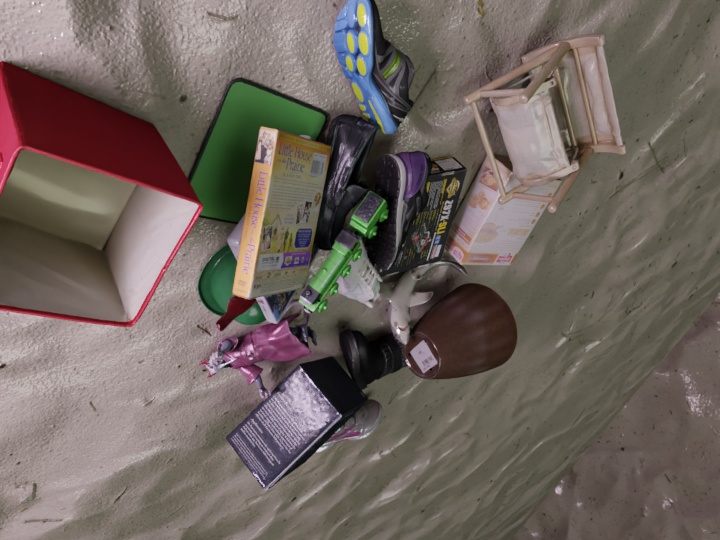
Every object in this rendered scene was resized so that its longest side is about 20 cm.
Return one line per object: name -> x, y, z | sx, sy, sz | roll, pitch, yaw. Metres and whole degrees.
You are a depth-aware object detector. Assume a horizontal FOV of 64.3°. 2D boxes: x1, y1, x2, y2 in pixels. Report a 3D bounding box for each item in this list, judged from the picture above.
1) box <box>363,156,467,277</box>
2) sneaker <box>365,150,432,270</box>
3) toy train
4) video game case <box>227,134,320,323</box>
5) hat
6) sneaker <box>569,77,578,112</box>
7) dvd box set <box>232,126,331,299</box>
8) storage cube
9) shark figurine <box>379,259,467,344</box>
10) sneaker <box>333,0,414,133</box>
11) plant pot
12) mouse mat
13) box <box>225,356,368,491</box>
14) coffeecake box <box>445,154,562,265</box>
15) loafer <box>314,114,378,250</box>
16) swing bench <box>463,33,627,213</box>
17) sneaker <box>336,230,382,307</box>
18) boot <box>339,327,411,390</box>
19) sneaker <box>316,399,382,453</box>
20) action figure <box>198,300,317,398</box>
box -> 0.089, -0.089, 0.996 | 0.159, 0.049, 0.201 | -16, 135, -29
sneaker -> 0.069, -0.088, 0.890 | 0.087, 0.076, 0.201 | -17, 135, -30
toy train -> -0.024, -0.026, 0.822 | 0.201, 0.042, 0.056 | -56, 165, -6
video game case -> -0.102, -0.055, 0.805 | 0.183, 0.023, 0.201 | 76, 34, -51
hat -> -0.143, 0.060, 0.849 | 0.198, 0.176, 0.167 | -13, 133, -28
sneaker -> 0.378, -0.295, 1.028 | 0.100, 0.075, 0.200 | -53, 143, -13
dvd box set -> -0.097, -0.070, 0.730 | 0.146, 0.029, 0.202 | -13, 116, -68
storage cube -> -0.301, -0.072, 0.595 | 0.199, 0.180, 0.172 | 16, 117, -47
shark figurine -> 0.104, 0.033, 1.126 | 0.214, 0.128, 0.090 | -45, 171, -21
sneaker -> 0.024, -0.275, 0.759 | 0.083, 0.071, 0.200 | -46, 144, -13
plant pot -> 0.184, 0.140, 1.153 | 0.199, 0.187, 0.188 | -18, 138, -43
mouse mat -> -0.145, -0.149, 0.784 | 0.160, 0.008, 0.201 | 9, 122, -44
box -> -0.111, 0.277, 1.078 | 0.196, 0.124, 0.200 | -43, 167, 7
coffeecake box -> 0.268, -0.110, 1.099 | 0.152, 0.073, 0.201 | 0, 127, -38
loafer -> -0.023, -0.119, 0.824 | 0.068, 0.070, 0.202 | -44, 149, -65
swing bench -> 0.300, -0.234, 0.913 | 0.199, 0.129, 0.200 | -38, 120, -20
sneaker -> 0.000, 0.000, 0.945 | 0.071, 0.080, 0.201 | -53, 163, -16
boot -> 0.043, 0.157, 1.170 | 0.157, 0.080, 0.212 | -24, 150, -8
sneaker -> -0.036, 0.336, 1.282 | 0.199, 0.081, 0.089 | -19, 139, -25
action figure -> -0.181, 0.123, 0.965 | 0.198, 0.150, 0.135 | -18, 132, 4
